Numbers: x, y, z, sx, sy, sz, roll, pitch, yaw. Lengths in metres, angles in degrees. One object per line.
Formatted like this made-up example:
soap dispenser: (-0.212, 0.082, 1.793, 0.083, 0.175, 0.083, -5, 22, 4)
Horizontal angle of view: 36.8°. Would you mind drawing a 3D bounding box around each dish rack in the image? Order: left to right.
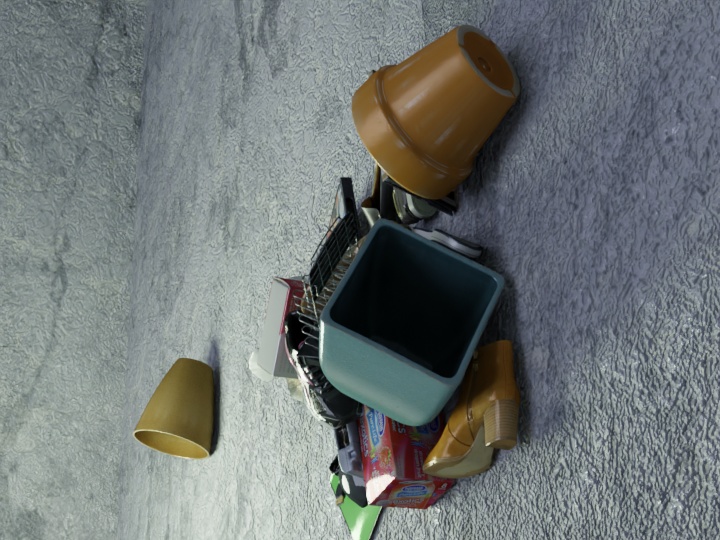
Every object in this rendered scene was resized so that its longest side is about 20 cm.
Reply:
dish rack: (-0.043, 0.023, 1.489, 0.202, 0.054, 0.154, 81, -150, -46)

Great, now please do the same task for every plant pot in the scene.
plant pot: (-0.419, 0.316, 2.547, 0.186, 0.184, 0.203, -35, 37, 58)
plant pot: (0.056, 0.095, 1.465, 0.198, 0.193, 0.201, -59, -10, -37)
plant pot: (0.118, -0.236, 1.515, 0.183, 0.198, 0.203, -41, 44, 34)

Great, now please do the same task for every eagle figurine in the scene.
eagle figurine: (-0.096, 0.153, 1.893, 0.153, 0.150, 0.200, -70, 23, 7)

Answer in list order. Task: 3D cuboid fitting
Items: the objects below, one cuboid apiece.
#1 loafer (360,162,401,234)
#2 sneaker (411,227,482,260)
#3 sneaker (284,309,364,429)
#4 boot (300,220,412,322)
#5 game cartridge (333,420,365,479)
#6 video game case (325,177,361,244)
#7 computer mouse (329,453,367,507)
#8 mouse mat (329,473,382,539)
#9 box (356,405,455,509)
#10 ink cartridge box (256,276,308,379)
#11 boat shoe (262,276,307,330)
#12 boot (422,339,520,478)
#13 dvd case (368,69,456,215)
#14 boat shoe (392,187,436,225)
loafer: (0.031, -0.100, 1.780, 0.073, 0.071, 0.203, 44, 122, 60)
sneaker: (0.104, 0.017, 1.552, 0.202, 0.076, 0.149, -170, 101, -76)
sneaker: (-0.067, 0.141, 1.584, 0.201, 0.080, 0.087, 51, 168, 35)
boot: (0.000, 0.000, 1.680, 0.200, 0.073, 0.155, -46, -5, 8)
game cartridge: (0.005, 0.226, 1.651, 0.040, 0.132, 0.203, -31, 53, 29)
video game case: (-0.030, -0.027, 1.891, 0.201, 0.025, 0.183, 106, 160, -52)
computer mouse: (-0.024, 0.327, 1.732, 0.201, 0.045, 0.142, -105, 31, -63)
mouse mat: (-0.001, 0.343, 1.777, 0.201, 0.007, 0.163, -123, 47, -56)
box: (0.059, 0.231, 1.565, 0.096, 0.098, 0.203, -52, 36, 45)
ink cartridge box: (-0.053, 0.100, 1.744, 0.083, 0.197, 0.149, 22, 102, 63)
boat shoe: (-0.142, 0.087, 2.122, 0.201, 0.067, 0.057, 118, 142, -48)
boot: (0.148, 0.184, 1.438, 0.201, 0.070, 0.146, -42, 39, 50)
dvd case: (0.077, -0.191, 1.620, 0.016, 0.147, 0.203, -33, 50, 35)
boat shoe: (0.078, -0.174, 1.700, 0.060, 0.071, 0.205, -29, 58, 55)
